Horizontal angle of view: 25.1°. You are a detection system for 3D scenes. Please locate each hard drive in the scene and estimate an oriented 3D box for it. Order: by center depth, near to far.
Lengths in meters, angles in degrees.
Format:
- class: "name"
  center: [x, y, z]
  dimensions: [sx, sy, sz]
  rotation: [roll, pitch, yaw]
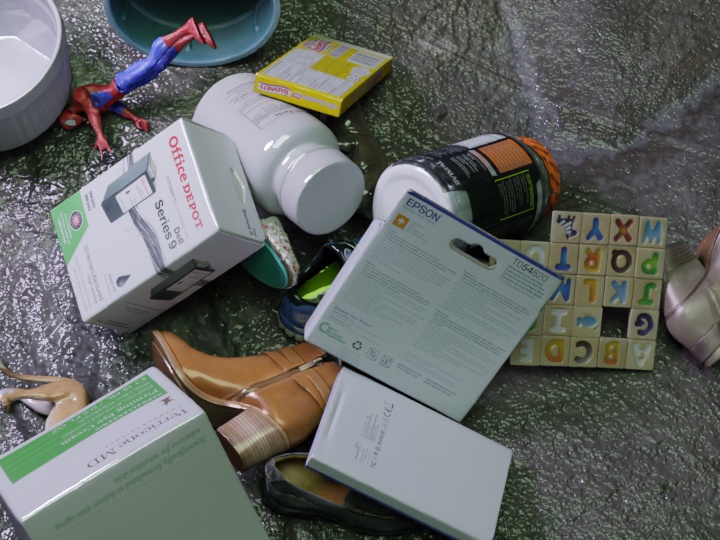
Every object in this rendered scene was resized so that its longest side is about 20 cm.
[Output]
- class: "hard drive"
  center: [0.052, 0.191, 1.644]
  dimensions: [0.200, 0.025, 0.132]
  rotation: [27, 42, -6]

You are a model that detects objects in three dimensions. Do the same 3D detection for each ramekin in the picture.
- class: "ramekin"
  center: [-0.422, -0.228, 1.825]
  dimensions: [0.200, 0.105, 0.200]
  rotation: [-2, 61, 4]

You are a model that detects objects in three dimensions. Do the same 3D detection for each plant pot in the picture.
- class: "plant pot"
  center: [-0.192, -0.377, 1.880]
  dimensions: [0.200, 0.200, 0.196]
  rotation: [0, 57, -2]

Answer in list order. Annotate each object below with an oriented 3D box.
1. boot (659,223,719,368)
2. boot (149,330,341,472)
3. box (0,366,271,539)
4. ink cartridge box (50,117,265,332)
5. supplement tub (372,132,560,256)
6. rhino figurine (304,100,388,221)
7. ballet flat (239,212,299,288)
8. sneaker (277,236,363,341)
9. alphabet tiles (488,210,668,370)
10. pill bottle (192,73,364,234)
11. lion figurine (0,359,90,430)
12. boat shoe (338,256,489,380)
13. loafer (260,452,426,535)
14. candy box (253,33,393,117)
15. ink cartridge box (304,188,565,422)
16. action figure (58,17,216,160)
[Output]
- class: "boot"
  center: [0.418, 0.018, 1.780]
  dimensions: [0.200, 0.070, 0.146]
  rotation: [-24, 74, -12]
- class: "boot"
  center: [-0.116, 0.106, 1.707]
  dimensions: [0.155, 0.077, 0.200]
  rotation: [-32, 55, -26]
- class: "box"
  center: [-0.216, 0.238, 1.537]
  dimensions: [0.199, 0.171, 0.200]
  rotation: [-30, 113, -16]
- class: "ink cartridge box"
  center: [-0.216, -0.047, 1.712]
  dimensions: [0.200, 0.084, 0.146]
  rotation: [-33, 64, 24]
- class: "supplement tub"
  center: [0.119, -0.079, 1.746]
  dimensions: [0.200, 0.123, 0.123]
  rotation: [-19, 63, -43]
- class: "rhino figurine"
  center: [-0.014, -0.136, 1.831]
  dimensions: [0.087, 0.060, 0.200]
  rotation: [-11, 64, -34]
- class: "ballet flat"
  center: [-0.124, -0.043, 1.750]
  dimensions: [0.200, 0.076, 0.064]
  rotation: [28, 46, 36]
- class: "sneaker"
  center: [0.000, 0.000, 1.752]
  dimensions: [0.200, 0.089, 0.079]
  rotation: [-35, 71, -20]
- class: "alphabet tiles"
  center: [0.229, 0.021, 1.725]
  dimensions: [0.200, 0.008, 0.167]
  rotation: [3, 97, -15]
- class: "pill bottle"
  center: [-0.088, -0.125, 1.760]
  dimensions: [0.114, 0.114, 0.200]
  rotation: [-34, 47, -17]
- class: "lion figurine"
  center: [-0.302, 0.166, 1.669]
  dimensions: [0.122, 0.072, 0.200]
  rotation: [-11, 60, -16]
- class: "boat shoe"
  center: [0.062, 0.051, 1.745]
  dimensions: [0.200, 0.075, 0.068]
  rotation: [-25, 40, -6]
- class: "loafer"
  center: [-0.003, 0.225, 1.651]
  dimensions: [0.200, 0.072, 0.073]
  rotation: [3, 63, -2]
- class: "candy box"
  center: [-0.039, -0.222, 1.821]
  dimensions: [0.102, 0.026, 0.200]
  rotation: [16, 25, 12]
- class: "ink cartridge box"
  center: [0.075, 0.033, 1.662]
  dimensions: [0.200, 0.200, 0.041]
  rotation: [30, 20, -16]
- class: "action figure"
  center: [-0.249, -0.196, 1.838]
  dimensions: [0.200, 0.065, 0.099]
  rotation: [-27, 83, 12]
